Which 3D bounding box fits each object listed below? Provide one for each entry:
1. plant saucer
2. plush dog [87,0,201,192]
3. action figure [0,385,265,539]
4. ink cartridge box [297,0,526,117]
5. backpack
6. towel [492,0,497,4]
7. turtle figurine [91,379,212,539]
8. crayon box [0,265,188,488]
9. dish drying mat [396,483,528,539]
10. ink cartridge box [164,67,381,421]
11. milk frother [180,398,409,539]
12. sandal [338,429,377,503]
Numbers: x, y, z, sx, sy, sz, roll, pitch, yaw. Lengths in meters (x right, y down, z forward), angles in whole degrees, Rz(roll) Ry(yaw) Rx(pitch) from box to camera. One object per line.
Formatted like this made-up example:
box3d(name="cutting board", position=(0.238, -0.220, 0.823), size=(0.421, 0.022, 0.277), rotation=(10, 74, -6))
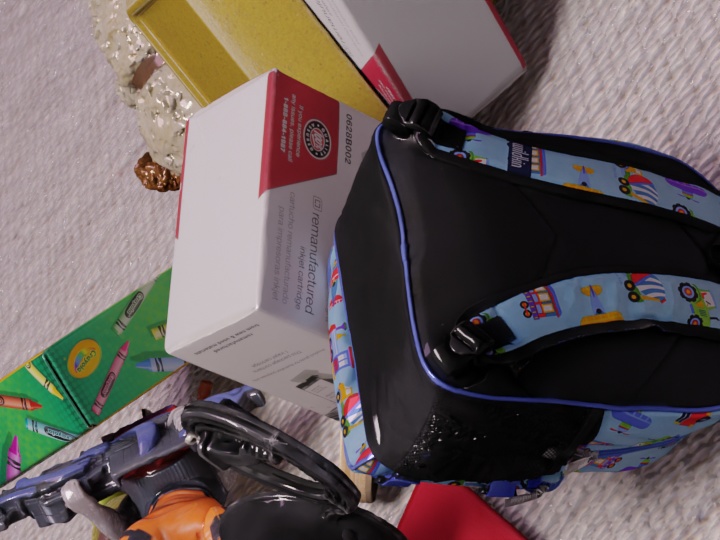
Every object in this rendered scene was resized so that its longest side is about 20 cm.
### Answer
box3d(name="plant saucer", position=(-0.071, -0.128, 1.387), size=(0.048, 0.200, 0.200), rotation=(-40, 8, -14))
box3d(name="plush dog", position=(-0.120, -0.148, 1.583), size=(0.200, 0.160, 0.173), rotation=(-43, 64, 34))
box3d(name="action figure", position=(-0.135, 0.161, 1.377), size=(0.198, 0.105, 0.194), rotation=(-20, 35, 8))
box3d(name="ink cartridge box", position=(-0.010, -0.172, 1.364), size=(0.083, 0.146, 0.200), rotation=(-42, 31, -12))
box3d(name="backpack", position=(0.095, 0.021, 1.116), size=(0.135, 0.198, 0.184), rotation=(116, 151, -47))
box3d(name="towel", position=(0.049, -0.235, 1.460), size=(0.086, 0.018, 0.201), rotation=(-44, 44, 34))
box3d(name="turtle figurine", position=(-0.137, 0.174, 1.473), size=(0.201, 0.064, 0.161), rotation=(-53, 41, 2))
box3d(name="crayon box", position=(-0.155, 0.055, 1.466), size=(0.119, 0.200, 0.058), rotation=(-32, 92, 44))
box3d(name="dish drying mat", position=(0.073, 0.175, 1.207), size=(0.200, 0.018, 0.077), rotation=(38, 105, 56))
box3d(name="ink cartridge box", position=(0.000, 0.000, 1.247), size=(0.083, 0.199, 0.148), rotation=(-25, 53, 44))
box3d(name="milk frother", position=(-0.052, 0.192, 1.153), size=(0.180, 0.200, 0.189), rotation=(-26, 37, 43))
box3d(name="sandal", position=(-0.020, 0.032, 1.353), size=(0.078, 0.069, 0.214), rotation=(79, -166, -69))
